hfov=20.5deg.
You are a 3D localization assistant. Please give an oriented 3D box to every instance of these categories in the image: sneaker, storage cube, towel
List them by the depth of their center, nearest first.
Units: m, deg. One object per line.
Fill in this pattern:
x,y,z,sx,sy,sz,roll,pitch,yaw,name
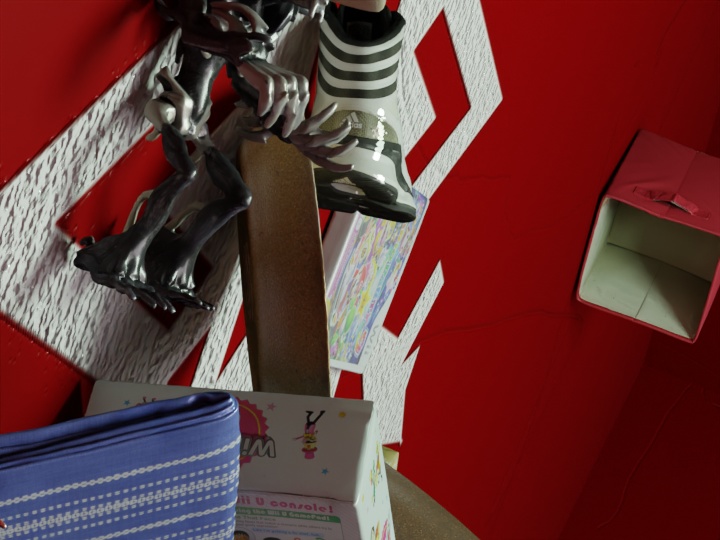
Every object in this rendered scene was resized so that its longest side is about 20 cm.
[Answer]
-0.128,0.133,0.922,0.201,0.143,0.024,98,-26,-47,towel
0.006,-0.094,1.179,0.201,0.075,0.117,95,4,-85,sneaker
0.399,-0.047,2.607,0.180,0.170,0.201,-55,161,-49,storage cube

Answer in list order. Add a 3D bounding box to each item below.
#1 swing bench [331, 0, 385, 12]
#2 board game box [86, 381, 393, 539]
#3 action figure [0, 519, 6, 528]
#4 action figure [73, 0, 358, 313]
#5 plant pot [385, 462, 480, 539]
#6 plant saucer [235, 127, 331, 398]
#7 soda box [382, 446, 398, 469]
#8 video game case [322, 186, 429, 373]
0.005,-0.256,0.828,0.200,0.129,0.200,-52,160,-36,swing bench
-0.057,0.148,1.034,0.201,0.146,0.065,82,16,-48,board game box
-0.178,0.059,0.647,0.200,0.098,0.066,-40,150,-68,action figure
-0.053,-0.078,0.917,0.119,0.101,0.202,16,96,-65,action figure
-0.008,0.201,1.303,0.187,0.198,0.188,21,90,-77,plant pot
-0.044,0.006,1.068,0.200,0.035,0.202,175,-90,-84,plant saucer
-0.017,0.212,1.580,0.201,0.064,0.068,96,20,-50,soda box
0.000,0.000,1.421,0.200,0.018,0.144,25,86,-77,video game case
